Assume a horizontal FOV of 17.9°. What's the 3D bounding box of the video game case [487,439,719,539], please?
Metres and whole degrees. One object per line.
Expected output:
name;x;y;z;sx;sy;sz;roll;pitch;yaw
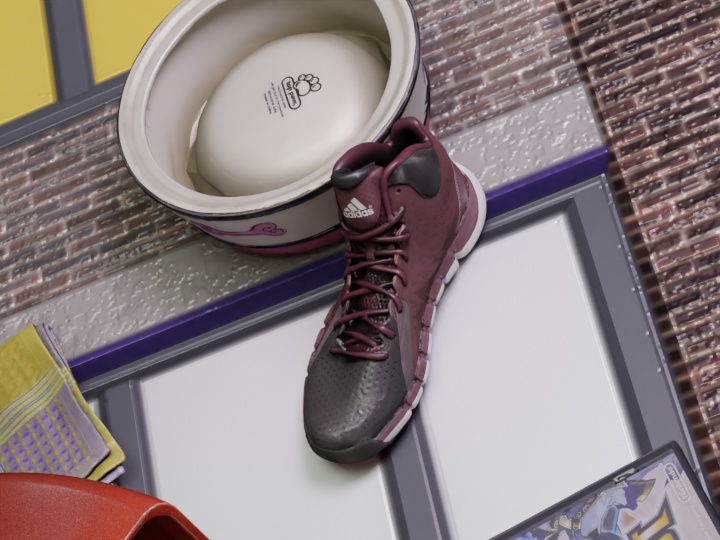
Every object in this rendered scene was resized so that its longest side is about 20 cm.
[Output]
video game case;0.123;0.206;1.152;0.180;0.026;0.200;-29;51;5

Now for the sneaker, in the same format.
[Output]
sneaker;0.000;0.000;1.290;0.075;0.116;0.200;6;61;29

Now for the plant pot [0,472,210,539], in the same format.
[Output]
plant pot;-0.156;0.216;1.182;0.176;0.200;0.200;24;71;48

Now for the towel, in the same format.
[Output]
towel;-0.245;0.127;1.383;0.200;0.023;0.144;-34;51;1

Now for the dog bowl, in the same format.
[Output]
dog bowl;-0.046;-0.098;1.406;0.199;0.074;0.201;-13;53;18
